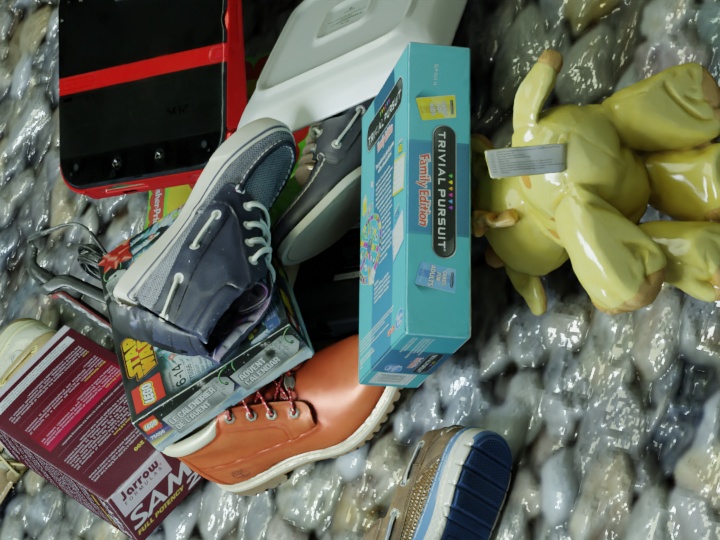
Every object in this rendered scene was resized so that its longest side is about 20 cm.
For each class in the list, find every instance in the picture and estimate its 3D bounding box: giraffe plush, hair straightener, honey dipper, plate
[{"bbox_3d":[0.144,-0.044,1.376,0.162,0.198,0.174,147,131,-66],"label":"giraffe plush"},{"bbox_3d":[-0.184,0.020,1.646,0.199,0.041,0.077,33,95,13],"label":"hair straightener"},{"bbox_3d":[-0.047,-0.023,1.567,0.038,0.038,0.201,-11,51,39],"label":"honey dipper"},{"bbox_3d":[-0.003,-0.187,1.586,0.198,0.032,0.201,-22,29,31],"label":"plate"}]

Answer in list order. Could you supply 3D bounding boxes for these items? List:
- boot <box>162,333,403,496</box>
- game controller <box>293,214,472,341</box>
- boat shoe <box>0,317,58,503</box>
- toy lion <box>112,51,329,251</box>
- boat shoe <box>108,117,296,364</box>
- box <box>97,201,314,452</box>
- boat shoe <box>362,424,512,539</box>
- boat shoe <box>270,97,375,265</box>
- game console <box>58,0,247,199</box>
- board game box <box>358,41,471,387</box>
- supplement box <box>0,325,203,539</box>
[{"bbox_3d":[-0.059,0.098,1.516,0.199,0.107,0.076,-33,49,25],"label":"boot"},{"bbox_3d":[0.000,0.000,1.563,0.199,0.042,0.105,-9,51,40],"label":"game controller"},{"bbox_3d":[-0.305,0.138,1.749,0.066,0.074,0.202,13,80,51],"label":"boat shoe"},{"bbox_3d":[-0.108,-0.077,1.684,0.190,0.069,0.202,-11,64,31],"label":"toy lion"},{"bbox_3d":[-0.084,-0.018,1.467,0.092,0.075,0.201,22,66,32],"label":"boat shoe"},{"bbox_3d":[-0.119,0.026,1.527,0.136,0.040,0.201,-33,38,8],"label":"box"},{"bbox_3d":[0.039,0.201,1.408,0.072,0.072,0.201,7,66,49],"label":"boat shoe"},{"bbox_3d":[-0.008,-0.089,1.545,0.063,0.073,0.200,38,74,16],"label":"boat shoe"},{"bbox_3d":[-0.171,-0.155,1.667,0.199,0.031,0.179,-7,80,38],"label":"game console"},{"bbox_3d":[0.037,-0.034,1.416,0.151,0.046,0.202,129,144,-71],"label":"board game box"},{"bbox_3d":[-0.207,0.128,1.647,0.109,0.061,0.199,-46,40,-18],"label":"supplement box"}]
